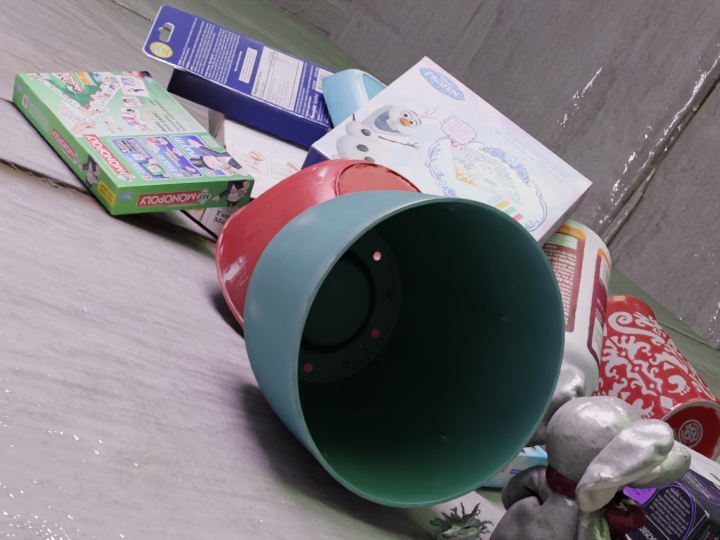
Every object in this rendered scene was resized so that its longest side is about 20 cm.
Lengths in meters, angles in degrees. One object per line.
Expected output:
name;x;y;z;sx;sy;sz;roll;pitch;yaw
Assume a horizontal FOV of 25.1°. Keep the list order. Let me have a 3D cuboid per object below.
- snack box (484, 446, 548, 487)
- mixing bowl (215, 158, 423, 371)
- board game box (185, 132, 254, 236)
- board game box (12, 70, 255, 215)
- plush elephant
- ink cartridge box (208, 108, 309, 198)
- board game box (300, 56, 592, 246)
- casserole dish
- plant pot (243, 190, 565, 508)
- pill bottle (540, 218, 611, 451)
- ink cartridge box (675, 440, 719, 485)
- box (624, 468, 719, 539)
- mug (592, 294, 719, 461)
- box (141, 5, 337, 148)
snack box;0.058;0.105;1.343;0.200;0.037;0.116;40;11;26
mixing bowl;-0.002;-0.013;1.265;0.198;0.109;0.201;23;39;-20
board game box;-0.120;-0.068;1.520;0.199;0.047;0.151;37;11;11
board game box;-0.198;-0.114;1.388;0.133;0.029;0.200;-6;36;-36
plush elephant;0.158;0.153;1.107;0.199;0.156;0.165;29;12;-34
ink cartridge box;-0.062;-0.097;1.524;0.158;0.048;0.201;15;35;-17
board game box;0.079;-0.080;1.429;0.199;0.044;0.199;38;45;10
casserole dish;0.026;-0.111;1.517;0.121;0.039;0.202;28;37;-50
plant pot;0.012;0.038;1.088;0.199;0.202;0.161;29;-3;-29
pill bottle;0.163;0.058;1.461;0.114;0.114;0.201;32;45;-17
ink cartridge box;0.353;0.259;1.467;0.144;0.084;0.200;29;12;-31
box;0.271;0.233;1.255;0.199;0.107;0.122;29;11;-31
mug;0.337;0.143;1.828;0.176;0.134;0.200;27;16;-32
box;-0.110;-0.184;1.540;0.198;0.033;0.122;22;31;-9
